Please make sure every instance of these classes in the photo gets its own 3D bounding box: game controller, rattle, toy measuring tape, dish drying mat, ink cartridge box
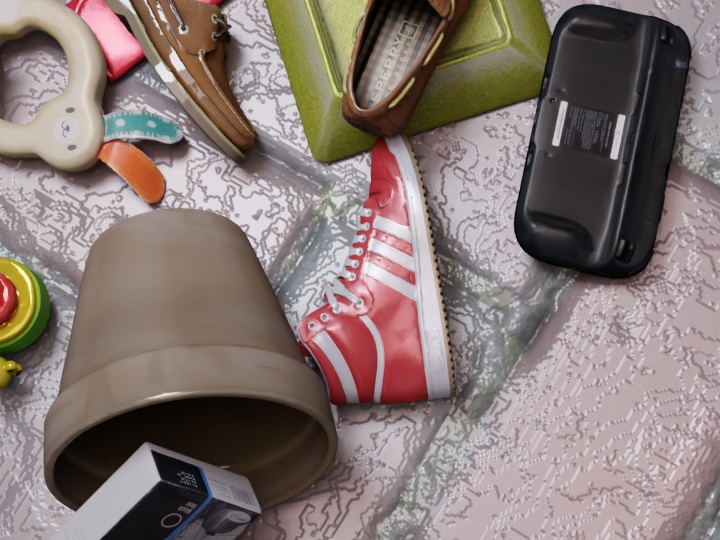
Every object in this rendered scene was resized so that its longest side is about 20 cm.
[{"bbox_3d":[0.177,-0.096,1.318,0.104,0.042,0.201,11,78,7],"label":"game controller"},{"bbox_3d":[-0.235,-0.134,1.331,0.130,0.143,0.200,-42,72,-12],"label":"rattle"},{"bbox_3d":[-0.268,-0.011,1.341,0.073,0.074,0.201,-8,76,5],"label":"toy measuring tape"},{"bbox_3d":[-0.134,-0.234,1.403,0.200,0.018,0.077,-37,77,-3],"label":"dish drying mat"},{"bbox_3d":[-0.169,0.202,1.225,0.200,0.099,0.039,-44,48,20],"label":"ink cartridge box"}]

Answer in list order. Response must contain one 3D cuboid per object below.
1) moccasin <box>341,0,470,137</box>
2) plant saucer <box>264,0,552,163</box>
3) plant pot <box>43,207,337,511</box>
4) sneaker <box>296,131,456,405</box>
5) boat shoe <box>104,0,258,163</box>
[{"bbox_3d":[0.035,-0.196,1.284,0.074,0.078,0.202,26,82,9],"label":"moccasin"},{"bbox_3d":[0.030,-0.205,1.351,0.199,0.048,0.200,-18,80,2],"label":"plant saucer"},{"bbox_3d":[-0.125,0.058,1.256,0.199,0.200,0.174,-12,60,4],"label":"plant pot"},{"bbox_3d":[0.000,0.000,1.303,0.112,0.071,0.201,-9,78,1],"label":"sneaker"},{"bbox_3d":[-0.130,-0.175,1.351,0.068,0.072,0.200,-36,86,0],"label":"boat shoe"}]
